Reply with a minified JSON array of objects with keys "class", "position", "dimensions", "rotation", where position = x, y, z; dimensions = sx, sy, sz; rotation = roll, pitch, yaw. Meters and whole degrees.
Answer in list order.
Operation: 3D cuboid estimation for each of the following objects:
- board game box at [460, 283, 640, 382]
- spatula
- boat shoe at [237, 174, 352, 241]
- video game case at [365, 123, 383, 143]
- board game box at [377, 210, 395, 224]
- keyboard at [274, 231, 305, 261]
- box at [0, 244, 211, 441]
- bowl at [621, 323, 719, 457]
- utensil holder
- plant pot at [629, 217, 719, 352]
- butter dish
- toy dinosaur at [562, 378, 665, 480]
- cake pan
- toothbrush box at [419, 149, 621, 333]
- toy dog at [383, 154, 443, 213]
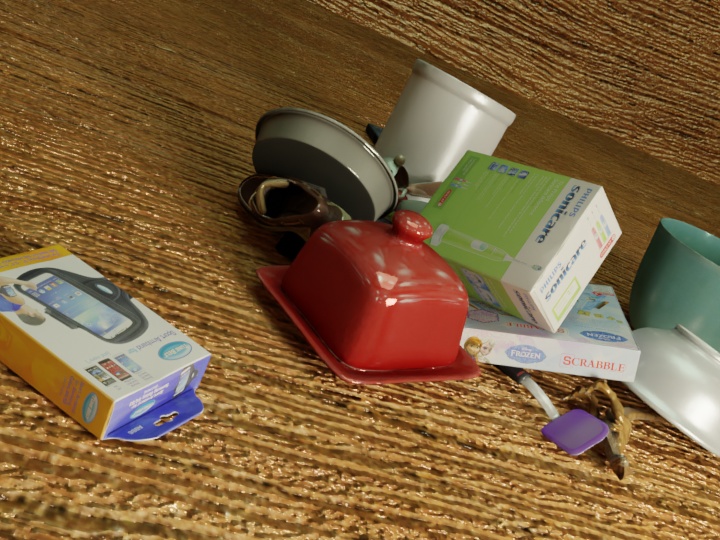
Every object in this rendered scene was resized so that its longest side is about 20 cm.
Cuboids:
[{"class":"board game box","position":[0.212,0.059,1.018],"dimensions":[0.197,0.042,0.200],"rotation":[7,20,6]},{"class":"spatula","position":[0.188,0.131,0.926],"dimensions":[0.056,0.021,0.200],"rotation":[-25,39,-16]},{"class":"boat shoe","position":[-0.091,-0.082,0.987],"dimensions":[0.199,0.072,0.072],"rotation":[31,-8,48]},{"class":"video game case","position":[0.097,-0.211,1.604],"dimensions":[0.141,0.019,0.201],"rotation":[16,24,-24]},{"class":"board game box","position":[-0.009,-0.085,1.199],"dimensions":[0.199,0.033,0.120],"rotation":[34,21,19]},{"class":"keyboard","position":[0.000,0.000,1.034],"dimensions":[0.198,0.040,0.104],"rotation":[29,46,5]},{"class":"box","position":[-0.210,0.054,0.663],"dimensions":[0.199,0.042,0.119],"rotation":[30,23,16]},{"class":"bowl","position":[0.389,0.128,1.021],"dimensions":[0.200,0.091,0.201],"rotation":[35,12,-8]},{"class":"utensil holder","position":[0.110,-0.185,1.286],"dimensions":[0.169,0.202,0.170],"rotation":[27,13,-7]},{"class":"plant pot","position":[0.500,0.041,1.293],"dimensions":[0.199,0.162,0.201],"rotation":[22,23,-10]},{"class":"butter dish","position":[0.027,0.008,0.870],"dimensions":[0.198,0.149,0.200],"rotation":[2,32,-39]},{"class":"toy dinosaur","position":[0.278,0.168,0.942],"dimensions":[0.107,0.060,0.200],"rotation":[56,30,3]},{"class":"cake pan","position":[-0.050,-0.114,1.053],"dimensions":[0.199,0.201,0.037],"rotation":[28,64,4]},{"class":"toothbrush box","position":[0.169,-0.039,0.984],"dimensions":[0.199,0.146,0.086],"rotation":[23,-20,45]},{"class":"toy dog","position":[0.084,-0.092,1.140],"dimensions":[0.200,0.096,0.131],"rotation":[50,26,16]}]
